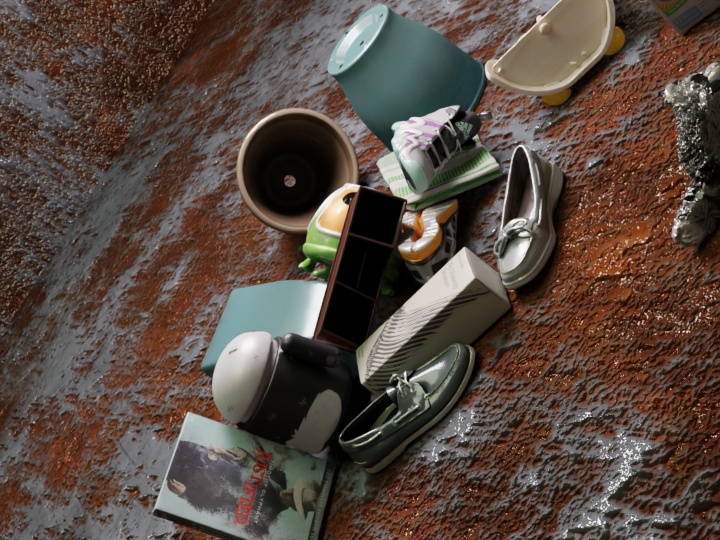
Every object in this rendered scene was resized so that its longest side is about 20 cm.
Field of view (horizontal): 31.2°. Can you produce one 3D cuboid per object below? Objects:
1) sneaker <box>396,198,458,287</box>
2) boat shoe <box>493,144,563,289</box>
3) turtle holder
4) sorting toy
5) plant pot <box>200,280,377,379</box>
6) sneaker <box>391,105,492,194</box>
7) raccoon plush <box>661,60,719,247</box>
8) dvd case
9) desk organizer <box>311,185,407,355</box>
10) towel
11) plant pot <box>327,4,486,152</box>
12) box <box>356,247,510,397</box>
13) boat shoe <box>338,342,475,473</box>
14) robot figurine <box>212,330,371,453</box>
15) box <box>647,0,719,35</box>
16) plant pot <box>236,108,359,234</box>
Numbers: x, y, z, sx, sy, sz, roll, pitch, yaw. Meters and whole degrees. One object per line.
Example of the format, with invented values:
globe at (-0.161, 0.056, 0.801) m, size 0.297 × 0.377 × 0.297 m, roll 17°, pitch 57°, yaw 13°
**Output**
sneaker at (0.094, -0.036, 1.711) m, size 0.078 × 0.078 × 0.200 m, roll -17°, pitch 18°, yaw 21°
boat shoe at (0.197, -0.065, 1.572) m, size 0.074 × 0.065 × 0.203 m, roll -26°, pitch 36°, yaw 46°
turtle holder at (0.008, -0.042, 1.792) m, size 0.141 × 0.185 × 0.133 m, roll 11°, pitch 84°, yaw 46°
sorting toy at (0.273, -0.331, 1.771) m, size 0.200 × 0.107 × 0.180 m, roll -43°, pitch 19°, yaw 22°
plant pot at (-0.086, 0.099, 1.776) m, size 0.199 × 0.141 × 0.142 m, roll -18°, pitch 41°, yaw 41°
sneaker at (0.116, -0.180, 1.761) m, size 0.139 × 0.078 × 0.200 m, roll -21°, pitch 26°, yaw 8°
raccoon plush at (0.347, -0.131, 1.372) m, size 0.200 × 0.097 × 0.134 m, roll -55°, pitch 16°, yaw -3°
dvd case at (-0.138, 0.266, 1.575) m, size 0.022 × 0.199 × 0.146 m, roll 119°, pitch 170°, yaw -48°
desk organizer at (0.000, 0.000, 1.654) m, size 0.077 × 0.071 × 0.201 m, roll 122°, pitch 163°, yaw -75°
towel at (0.109, -0.149, 1.823) m, size 0.152 × 0.023 × 0.200 m, roll -23°, pitch 26°, yaw 1°
plant pot at (0.059, -0.298, 1.987) m, size 0.200 × 0.188 × 0.201 m, roll -40°, pitch 28°, yaw 26°
box at (0.086, 0.072, 1.580) m, size 0.200 × 0.068 × 0.082 m, roll -45°, pitch 25°, yaw 17°
boat shoe at (0.054, 0.156, 1.533) m, size 0.200 × 0.062 × 0.073 m, roll -47°, pitch 25°, yaw 13°
robot figurine at (-0.087, 0.152, 1.617) m, size 0.151 × 0.199 × 0.125 m, roll -68°, pitch 13°, yaw 0°
box at (0.404, -0.407, 1.621) m, size 0.112 × 0.101 × 0.201 m, roll -37°, pitch 28°, yaw 30°
plant pot at (-0.112, -0.156, 2.130) m, size 0.201 × 0.200 × 0.175 m, roll -55°, pitch 7°, yaw -6°
